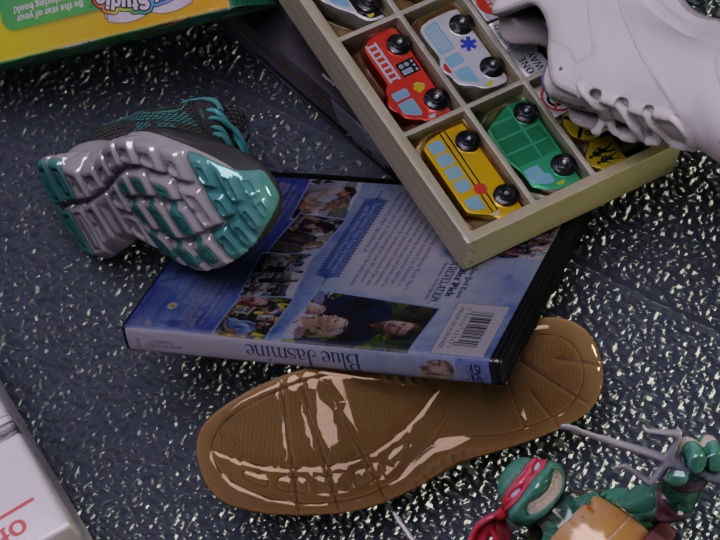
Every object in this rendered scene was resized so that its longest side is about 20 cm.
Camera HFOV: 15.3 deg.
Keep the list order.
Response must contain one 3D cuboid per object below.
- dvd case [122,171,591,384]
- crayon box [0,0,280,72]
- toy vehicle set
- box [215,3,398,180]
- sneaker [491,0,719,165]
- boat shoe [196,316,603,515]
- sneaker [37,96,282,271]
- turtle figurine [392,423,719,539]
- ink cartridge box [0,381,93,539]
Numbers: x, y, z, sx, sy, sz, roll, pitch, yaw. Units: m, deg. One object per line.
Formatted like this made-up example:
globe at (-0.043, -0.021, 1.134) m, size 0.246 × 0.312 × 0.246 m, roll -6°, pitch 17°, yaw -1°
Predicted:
dvd case at (0.000, 0.000, 1.315) m, size 0.199 × 0.018 × 0.143 m, roll 4°, pitch 37°, yaw 23°
crayon box at (-0.150, -0.175, 1.399) m, size 0.199 × 0.058 × 0.119 m, roll -10°, pitch 92°, yaw 25°
toy vehicle set at (0.053, -0.106, 1.331) m, size 0.124 × 0.027 × 0.200 m, roll -26°, pitch 64°, yaw -18°
box at (0.008, -0.164, 1.423) m, size 0.158 × 0.048 × 0.200 m, roll -43°, pitch 65°, yaw -9°
sneaker at (0.140, -0.089, 1.270) m, size 0.087 × 0.075 × 0.200 m, roll -34°, pitch 49°, yaw -9°
boat shoe at (0.019, 0.073, 1.303) m, size 0.199 × 0.069 × 0.074 m, roll -13°, pitch 87°, yaw -2°
sneaker at (-0.087, -0.055, 1.337) m, size 0.091 × 0.078 × 0.200 m, roll -38°, pitch 23°, yaw -23°
turtle figurine at (0.122, 0.139, 1.234) m, size 0.200 × 0.101 × 0.150 m, roll 39°, pitch 96°, yaw 7°
ink cartridge box at (-0.208, 0.120, 1.324) m, size 0.116 × 0.068 × 0.200 m, roll -32°, pitch 64°, yaw -4°
